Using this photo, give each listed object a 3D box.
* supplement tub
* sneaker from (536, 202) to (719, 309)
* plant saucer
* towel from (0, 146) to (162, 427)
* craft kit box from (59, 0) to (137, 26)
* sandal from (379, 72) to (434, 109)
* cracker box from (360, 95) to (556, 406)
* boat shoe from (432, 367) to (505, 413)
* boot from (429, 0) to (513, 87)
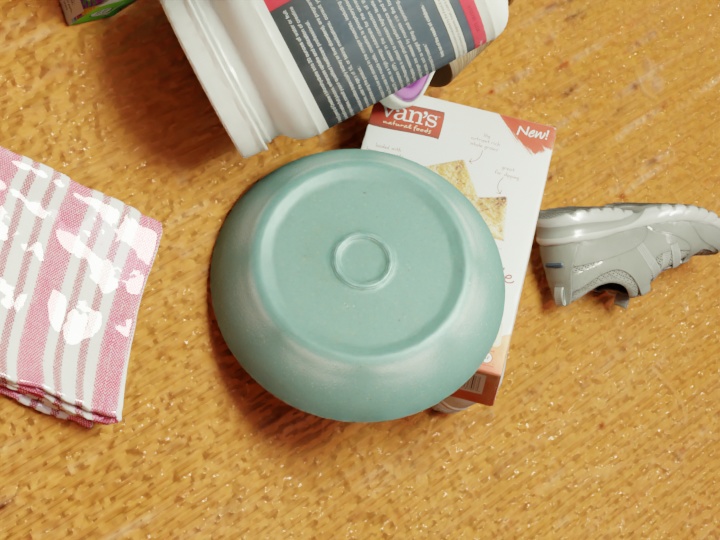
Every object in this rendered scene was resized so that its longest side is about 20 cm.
[{"bbox_3d":[-0.017,-0.174,1.222,0.199,0.140,0.141,-28,99,0],"label":"supplement tub"},{"bbox_3d":[0.213,-0.012,1.498,0.199,0.074,0.083,-4,95,-36],"label":"sneaker"},{"bbox_3d":[0.000,0.000,1.241,0.198,0.036,0.202,2,64,-4],"label":"plant saucer"},{"bbox_3d":[-0.214,-0.004,1.131,0.199,0.030,0.148,27,60,-33],"label":"towel"},{"bbox_3d":[-0.147,-0.276,1.154,0.048,0.197,0.202,-20,90,-43],"label":"craft kit box"},{"bbox_3d":[0.060,-0.205,1.328,0.082,0.049,0.204,33,67,-43],"label":"sandal"},{"bbox_3d":[0.052,-0.020,1.308,0.133,0.058,0.202,13,63,3],"label":"cracker box"},{"bbox_3d":[0.086,0.003,1.368,0.072,0.068,0.202,32,59,-31],"label":"boat shoe"},{"bbox_3d":[0.047,-0.256,1.409,0.155,0.073,0.201,-54,125,-36],"label":"boot"}]
